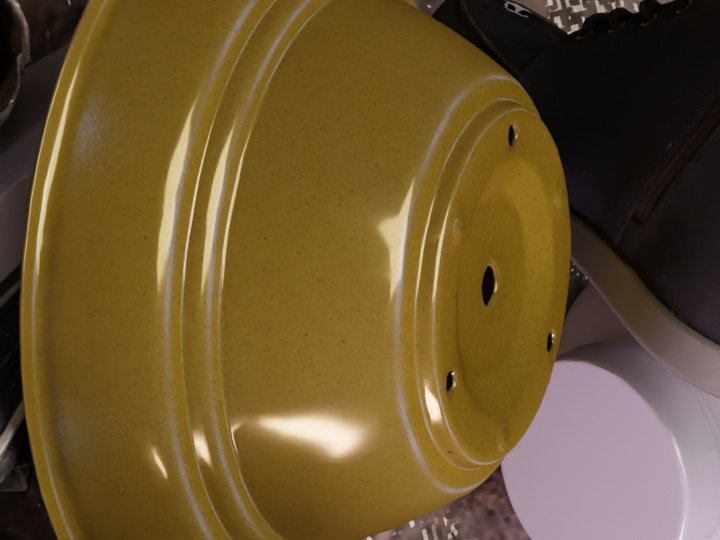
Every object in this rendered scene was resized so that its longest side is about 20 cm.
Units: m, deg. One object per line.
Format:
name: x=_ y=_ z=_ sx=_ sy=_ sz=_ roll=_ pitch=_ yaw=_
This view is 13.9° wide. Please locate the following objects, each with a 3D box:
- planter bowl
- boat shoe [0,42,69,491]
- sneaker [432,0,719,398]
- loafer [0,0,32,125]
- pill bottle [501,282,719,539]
planter bowl: x=0.000 y=0.000 z=0.746 sx=0.200 sy=0.083 sz=0.200 roll=-25 pitch=118 yaw=-61
boat shoe: x=-0.103 y=0.025 z=0.717 sx=0.064 sy=0.071 sz=0.200 roll=51 pitch=59 yaw=-27
sneaker: x=0.089 y=-0.054 z=0.807 sx=0.075 sy=0.200 sz=0.106 roll=11 pitch=113 yaw=-35
loafer: x=-0.149 y=-0.017 z=0.676 sx=0.076 sy=0.068 sz=0.200 roll=54 pitch=52 yaw=-22
pill bottle: x=0.134 y=0.034 z=0.898 sx=0.200 sy=0.111 sz=0.111 roll=-20 pitch=96 yaw=-42
